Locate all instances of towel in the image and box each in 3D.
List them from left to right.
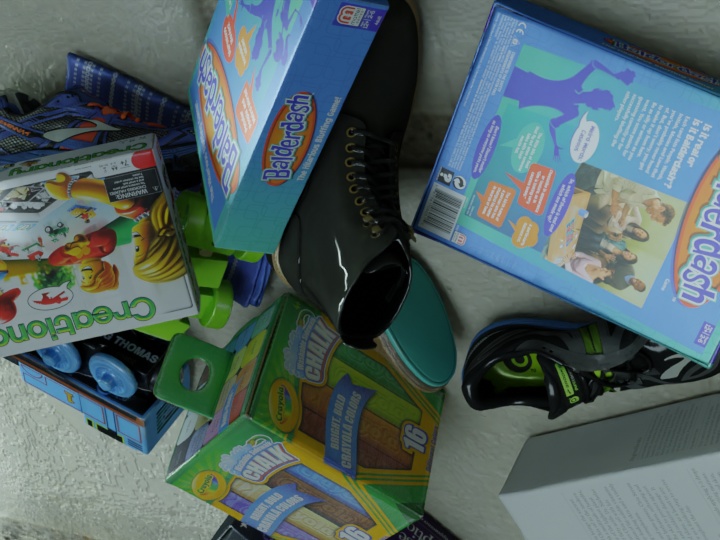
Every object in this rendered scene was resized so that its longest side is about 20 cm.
[{"bbox_3d":[-0.149,-0.065,0.933,0.200,0.024,0.145,27,130,10],"label":"towel"}]

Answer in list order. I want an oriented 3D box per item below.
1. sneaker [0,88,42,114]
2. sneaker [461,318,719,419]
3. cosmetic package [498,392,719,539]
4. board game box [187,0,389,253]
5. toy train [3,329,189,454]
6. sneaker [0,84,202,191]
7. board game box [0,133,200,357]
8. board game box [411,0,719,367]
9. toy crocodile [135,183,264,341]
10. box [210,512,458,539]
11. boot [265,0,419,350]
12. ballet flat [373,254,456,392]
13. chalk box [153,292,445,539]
[{"bbox_3d":[-0.258,-0.043,0.960,0.080,0.077,0.200,7,107,61],"label":"sneaker"},{"bbox_3d":[0.157,0.065,0.814,0.199,0.083,0.071,-11,115,30],"label":"sneaker"},{"bbox_3d":[0.211,0.158,0.859,0.200,0.071,0.102,-20,111,37],"label":"cosmetic package"},{"bbox_3d":[-0.053,-0.133,0.751,0.045,0.152,0.200,5,136,-24],"label":"board game box"},{"bbox_3d":[-0.237,0.070,1.039,0.200,0.087,0.114,24,139,15],"label":"toy train"},{"bbox_3d":[-0.189,-0.096,0.868,0.200,0.075,0.079,-3,82,6],"label":"sneaker"},{"bbox_3d":[-0.220,-0.010,0.822,0.200,0.035,0.126,-13,117,-1],"label":"board game box"},{"bbox_3d":[0.148,-0.054,0.724,0.200,0.045,0.152,26,114,13],"label":"board game box"},{"bbox_3d":[-0.118,-0.015,0.903,0.067,0.062,0.200,11,133,-26],"label":"toy crocodile"},{"bbox_3d":[-0.013,0.241,0.997,0.200,0.141,0.079,39,133,-2],"label":"box"},{"bbox_3d":[0.012,-0.062,0.739,0.077,0.138,0.200,7,109,-23],"label":"boot"},{"bbox_3d":[0.000,0.000,0.873,0.072,0.068,0.200,-10,116,49],"label":"ballet flat"},{"bbox_3d":[-0.056,0.111,0.908,0.200,0.125,0.124,33,135,-19],"label":"chalk box"}]
